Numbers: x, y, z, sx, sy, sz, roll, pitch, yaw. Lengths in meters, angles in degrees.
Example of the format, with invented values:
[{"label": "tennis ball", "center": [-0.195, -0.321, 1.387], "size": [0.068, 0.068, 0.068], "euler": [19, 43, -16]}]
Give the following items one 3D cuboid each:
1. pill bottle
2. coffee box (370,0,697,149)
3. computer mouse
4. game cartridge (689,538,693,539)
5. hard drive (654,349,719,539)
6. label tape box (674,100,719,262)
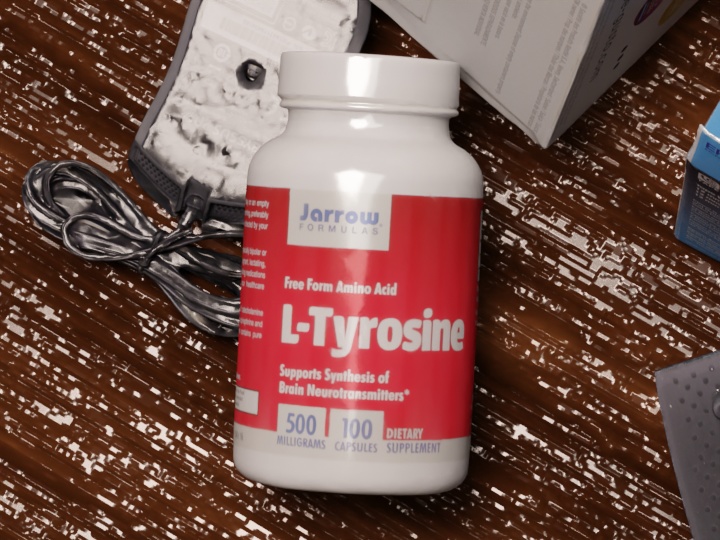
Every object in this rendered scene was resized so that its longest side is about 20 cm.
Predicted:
[{"label": "pill bottle", "center": [0.000, 0.000, 1.334], "size": [0.112, 0.112, 0.200], "euler": [3, 92, 5]}, {"label": "coffee box", "center": [0.092, -0.224, 1.320], "size": [0.200, 0.200, 0.198], "euler": [41, 64, 11]}, {"label": "computer mouse", "center": [-0.065, -0.080, 1.408], "size": [0.138, 0.053, 0.200], "euler": [30, 92, 6]}, {"label": "game cartridge", "center": [0.230, 0.167, 1.341], "size": [0.200, 0.041, 0.133], "euler": [-23, 75, 0]}, {"label": "hard drive", "center": [0.221, 0.121, 1.284], "size": [0.135, 0.042, 0.200], "euler": [-20, 85, 27]}, {"label": "label tape box", "center": [0.222, -0.029, 1.295], "size": [0.143, 0.200, 0.066], "euler": [28, 80, 9]}]
